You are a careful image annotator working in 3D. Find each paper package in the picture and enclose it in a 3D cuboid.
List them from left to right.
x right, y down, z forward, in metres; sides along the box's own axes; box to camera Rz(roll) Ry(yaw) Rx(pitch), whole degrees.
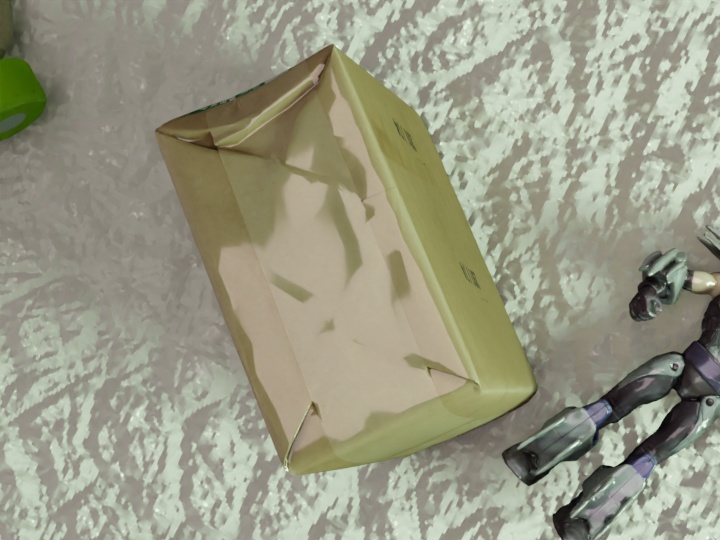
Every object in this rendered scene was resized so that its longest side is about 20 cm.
[{"bbox_3d":[0.000,0.000,0.843,0.103,0.200,0.191,-25,81,12],"label":"paper package"}]

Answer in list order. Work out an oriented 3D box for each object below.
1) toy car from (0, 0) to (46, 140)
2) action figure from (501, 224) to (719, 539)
[{"bbox_3d":[-0.317,-0.115,0.985,0.200,0.158,0.165,-36,81,39],"label":"toy car"},{"bbox_3d":[0.173,0.063,0.863,0.200,0.069,0.130,-41,74,7],"label":"action figure"}]
